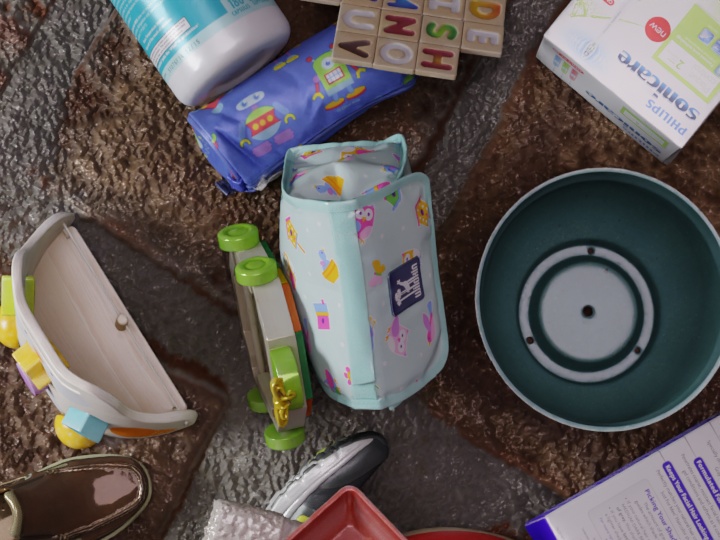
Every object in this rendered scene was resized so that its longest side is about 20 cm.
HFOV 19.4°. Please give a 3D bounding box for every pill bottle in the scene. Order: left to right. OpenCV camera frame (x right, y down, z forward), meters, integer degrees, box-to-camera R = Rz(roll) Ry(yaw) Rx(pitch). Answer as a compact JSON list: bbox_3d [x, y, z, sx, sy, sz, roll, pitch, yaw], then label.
[{"bbox_3d":[-0.152,-0.242,1.707,0.110,0.111,0.201,-35,85,-4],"label":"pill bottle"}]

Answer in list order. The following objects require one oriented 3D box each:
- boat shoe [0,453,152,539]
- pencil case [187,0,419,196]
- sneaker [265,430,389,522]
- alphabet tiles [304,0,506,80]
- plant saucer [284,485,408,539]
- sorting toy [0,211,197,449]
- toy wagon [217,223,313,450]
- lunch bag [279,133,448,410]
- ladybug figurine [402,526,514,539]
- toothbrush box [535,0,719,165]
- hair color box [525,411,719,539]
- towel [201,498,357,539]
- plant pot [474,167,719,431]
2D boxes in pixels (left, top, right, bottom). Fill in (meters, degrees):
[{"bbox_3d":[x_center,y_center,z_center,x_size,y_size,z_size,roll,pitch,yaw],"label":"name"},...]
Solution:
[{"bbox_3d":[-0.263,0.198,1.671,0.201,0.075,0.075,-19,84,-3],"label":"boat shoe"},{"bbox_3d":[-0.043,-0.139,1.711,0.199,0.078,0.087,-33,77,-4],"label":"pencil case"},{"bbox_3d":[-0.042,0.213,1.680,0.085,0.074,0.200,45,94,-1],"label":"sneaker"},{"bbox_3d":[0.036,-0.229,1.701,0.166,0.008,0.201,8,47,0],"label":"alphabet tiles"},{"bbox_3d":[-0.012,0.295,1.551,0.199,0.037,0.200,-41,70,-15],"label":"plant saucer"},{"bbox_3d":[-0.226,0.054,1.636,0.106,0.180,0.201,-32,84,-4],"label":"sorting toy"},{"bbox_3d":[-0.068,0.060,1.626,0.039,0.200,0.156,-14,115,-10],"label":"toy wagon"},{"bbox_3d":[0.000,0.000,1.612,0.121,0.200,0.172,-7,106,-1],"label":"lunch bag"},{"bbox_3d":[0.072,0.272,1.666,0.198,0.072,0.137,1,83,0],"label":"ladybug figurine"},{"bbox_3d":[0.262,-0.212,1.720,0.145,0.086,0.200,40,86,4],"label":"toothbrush box"},{"bbox_3d":[0.243,0.198,1.662,0.199,0.065,0.110,-27,84,-15],"label":"hair color box"},{"bbox_3d":[-0.080,0.281,1.634,0.132,0.035,0.201,16,104,-10],"label":"towel"},{"bbox_3d":[0.186,0.028,1.665,0.198,0.134,0.202,0,84,0],"label":"plant pot"}]
